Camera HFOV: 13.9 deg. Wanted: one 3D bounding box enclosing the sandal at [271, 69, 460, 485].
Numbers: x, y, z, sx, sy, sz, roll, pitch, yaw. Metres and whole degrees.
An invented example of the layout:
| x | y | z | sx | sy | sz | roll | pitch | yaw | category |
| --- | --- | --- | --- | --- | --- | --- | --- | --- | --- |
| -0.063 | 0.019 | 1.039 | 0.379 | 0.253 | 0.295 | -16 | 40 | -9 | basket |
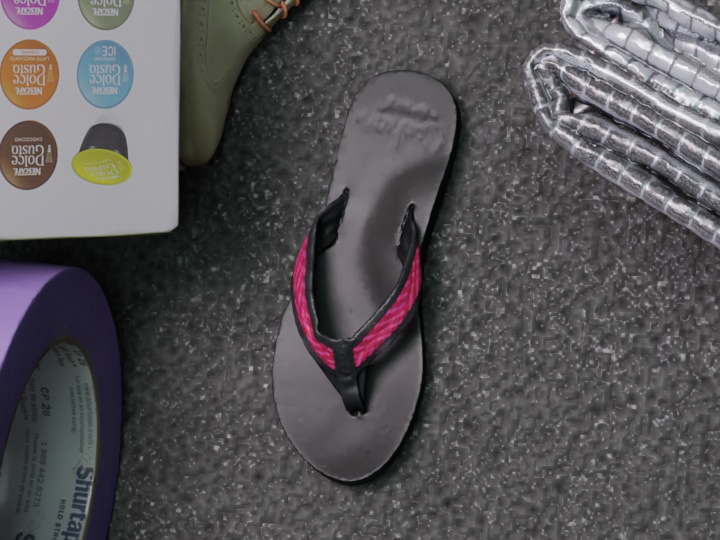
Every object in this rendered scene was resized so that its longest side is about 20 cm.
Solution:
| x | y | z | sx | sy | sz | roll | pitch | yaw | category |
| --- | --- | --- | --- | --- | --- | --- | --- | --- | --- |
| 0.000 | 0.000 | 1.398 | 0.075 | 0.045 | 0.201 | 9 | 83 | 13 | sandal |

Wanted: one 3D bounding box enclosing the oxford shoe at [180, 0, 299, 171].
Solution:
| x | y | z | sx | sy | sz | roll | pitch | yaw | category |
| --- | --- | --- | --- | --- | --- | --- | --- | --- | --- |
| -0.054 | -0.142 | 1.420 | 0.073 | 0.071 | 0.201 | 11 | 84 | 11 | oxford shoe |

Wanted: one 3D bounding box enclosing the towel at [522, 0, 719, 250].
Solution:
| x | y | z | sx | sy | sz | roll | pitch | yaw | category |
| --- | --- | --- | --- | --- | --- | --- | --- | --- | --- |
| 0.174 | -0.044 | 1.306 | 0.200 | 0.166 | 0.086 | 33 | 93 | 16 | towel |

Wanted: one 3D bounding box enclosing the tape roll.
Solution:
| x | y | z | sx | sy | sz | roll | pitch | yaw | category |
| --- | --- | --- | --- | --- | --- | --- | --- | --- | --- |
| -0.180 | 0.093 | 1.343 | 0.085 | 0.200 | 0.201 | 8 | 83 | 14 | tape roll |

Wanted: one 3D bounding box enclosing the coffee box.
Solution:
| x | y | z | sx | sy | sz | roll | pitch | yaw | category |
| --- | --- | --- | --- | --- | --- | --- | --- | --- | --- |
| -0.213 | -0.115 | 1.326 | 0.200 | 0.199 | 0.199 | 8 | 99 | 53 | coffee box |
